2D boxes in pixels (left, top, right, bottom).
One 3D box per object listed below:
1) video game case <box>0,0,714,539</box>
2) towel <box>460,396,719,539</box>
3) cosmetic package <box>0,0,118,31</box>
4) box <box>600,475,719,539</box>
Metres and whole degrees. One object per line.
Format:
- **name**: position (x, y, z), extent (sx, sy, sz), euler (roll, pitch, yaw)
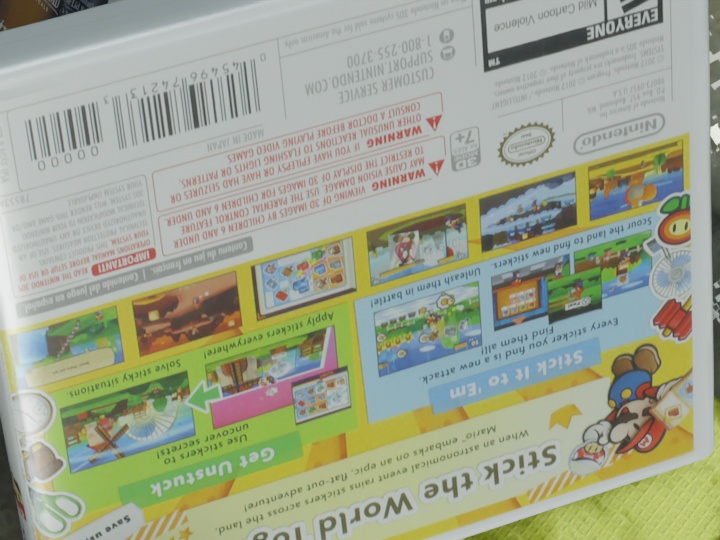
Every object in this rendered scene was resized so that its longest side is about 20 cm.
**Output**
- **video game case**: position (0.000, 0.000, 0.739), extent (0.199, 0.183, 0.023), euler (-17, 35, -16)
- **towel**: position (0.028, 0.028, 0.818), extent (0.200, 0.018, 0.086), euler (39, 79, -1)
- **cosmetic package**: position (-0.066, -0.107, 0.784), extent (0.051, 0.152, 0.200), euler (2, 29, -44)
- **box**: position (0.119, 0.141, 0.840), extent (0.200, 0.041, 0.156), euler (-37, 83, -16)
